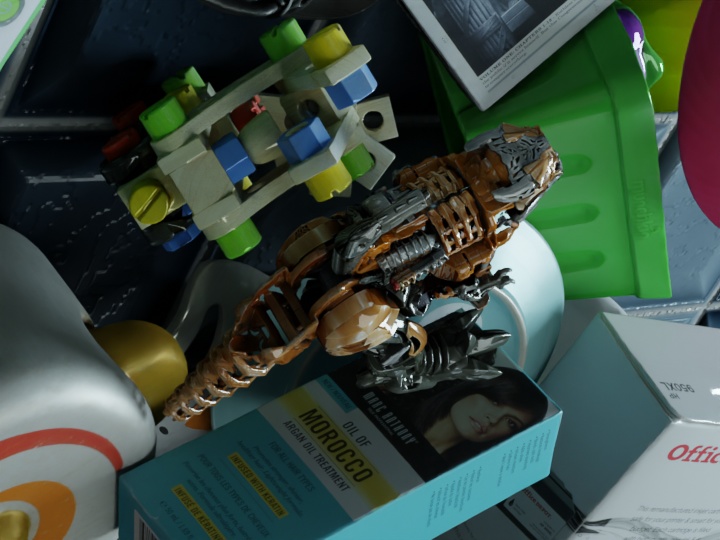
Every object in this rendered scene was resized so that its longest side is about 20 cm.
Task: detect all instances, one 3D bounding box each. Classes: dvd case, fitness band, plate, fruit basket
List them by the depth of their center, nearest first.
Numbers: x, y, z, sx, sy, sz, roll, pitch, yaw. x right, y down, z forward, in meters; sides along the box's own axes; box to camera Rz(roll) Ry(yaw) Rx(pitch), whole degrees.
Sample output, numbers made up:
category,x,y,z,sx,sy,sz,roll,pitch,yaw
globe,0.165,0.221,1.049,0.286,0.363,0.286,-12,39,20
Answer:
category,x,y,z,sx,sy,sz,roll,pitch,yaw
dvd case,0.068,-0.175,0.957,0.150,0.025,0.200,-40,142,2
plate,0.020,0.051,1.099,0.200,0.026,0.201,-16,132,-18
fitness band,0.210,-0.113,1.102,0.144,0.037,0.200,53,52,-51
fruit basket,0.141,-0.097,1.128,0.215,0.156,0.216,-13,146,-9

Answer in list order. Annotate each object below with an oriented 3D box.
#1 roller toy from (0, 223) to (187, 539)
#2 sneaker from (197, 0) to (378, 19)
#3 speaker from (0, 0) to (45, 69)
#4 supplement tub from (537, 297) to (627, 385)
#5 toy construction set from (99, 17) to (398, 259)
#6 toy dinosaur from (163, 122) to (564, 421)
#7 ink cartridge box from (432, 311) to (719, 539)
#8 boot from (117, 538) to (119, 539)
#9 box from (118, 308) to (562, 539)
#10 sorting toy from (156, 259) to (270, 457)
category,x,y,z,sx,sy,sz,roll,pitch,yaw
roller toy,-0.191,0.081,0.982,0.200,0.140,0.183,7,126,-51
sneaker,-0.046,-0.134,0.930,0.200,0.079,0.075,9,123,-53
speaker,-0.140,-0.142,0.811,0.088,0.088,0.200,11,122,-52
supplement tub,0.114,0.107,1.349,0.132,0.132,0.200,-32,146,-14
toy construction set,-0.045,-0.063,0.966,0.131,0.092,0.200,-31,180,7
toy dinosaur,0.000,0.000,0.955,0.199,0.102,0.136,-13,169,14
ink cartridge box,0.140,0.124,1.198,0.144,0.084,0.200,7,129,-44
boot,-0.042,0.175,1.122,0.174,0.069,0.200,-6,130,4
box,-0.008,0.096,1.011,0.200,0.082,0.049,-25,144,-28
sorting toy,-0.080,0.075,1.141,0.200,0.107,0.180,-42,141,2
